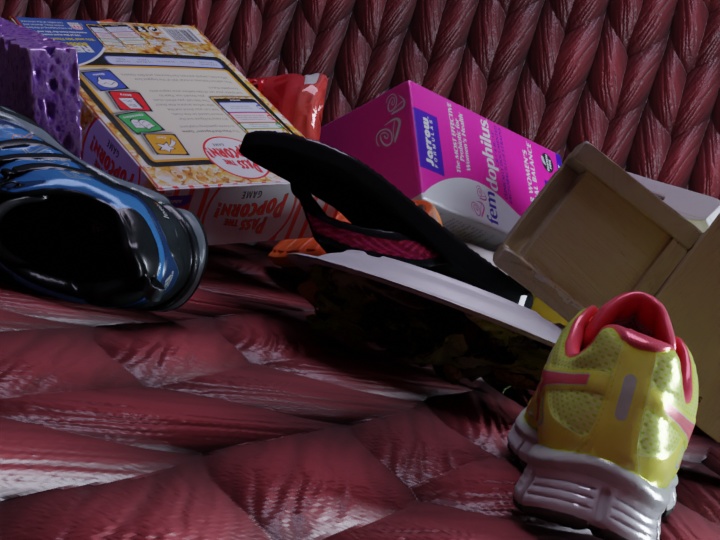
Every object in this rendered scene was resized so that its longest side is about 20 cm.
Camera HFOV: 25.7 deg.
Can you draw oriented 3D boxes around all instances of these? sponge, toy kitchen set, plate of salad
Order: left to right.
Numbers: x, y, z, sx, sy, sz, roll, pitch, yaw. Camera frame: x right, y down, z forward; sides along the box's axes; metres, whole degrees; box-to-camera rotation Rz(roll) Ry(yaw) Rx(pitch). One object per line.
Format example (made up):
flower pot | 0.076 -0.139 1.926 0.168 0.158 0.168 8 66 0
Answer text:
sponge | -0.197 -0.081 0.901 0.029 0.113 0.200 -6 15 -24
plate of salad | 0.049 0.036 0.854 0.198 0.049 0.200 21 -5 2
toy kitchen set | 0.199 -0.009 0.872 0.199 0.164 0.180 38 4 2

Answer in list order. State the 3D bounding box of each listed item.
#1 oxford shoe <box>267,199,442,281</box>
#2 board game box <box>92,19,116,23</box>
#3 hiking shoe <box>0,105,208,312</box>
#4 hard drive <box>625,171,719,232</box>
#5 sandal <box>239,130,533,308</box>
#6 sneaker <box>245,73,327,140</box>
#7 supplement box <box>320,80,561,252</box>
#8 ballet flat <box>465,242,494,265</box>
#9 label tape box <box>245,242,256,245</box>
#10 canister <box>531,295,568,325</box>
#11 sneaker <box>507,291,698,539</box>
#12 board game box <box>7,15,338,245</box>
oxford shoe | 0.000 0.000 1.047 0.073 0.071 0.199 58 -20 -18
board game box | -0.163 -0.101 1.092 0.199 0.041 0.152 36 31 22
hiking shoe | -0.170 -0.037 0.757 0.198 0.075 0.087 18 5 9
hard drive | 0.262 0.020 1.167 0.201 0.026 0.132 56 -13 -26
sandal | 0.013 -0.016 0.907 0.199 0.045 0.075 34 -14 -16
sneaker | -0.092 -0.114 1.183 0.114 0.080 0.200 8 -3 -10
supplement box | 0.069 -0.056 1.230 0.103 0.103 0.199 -24 -29 37
ballet flat | 0.137 0.024 1.202 0.198 0.070 0.069 8 10 -33
label tape box | -0.128 -0.070 1.238 0.198 0.067 0.143 17 7 -26
canister | 0.195 0.044 1.023 0.198 0.088 0.148 17 6 13
sneaker | 0.109 0.053 0.662 0.077 0.092 0.200 16 4 3
board game box | -0.123 -0.093 1.015 0.150 0.047 0.200 -4 39 -41
